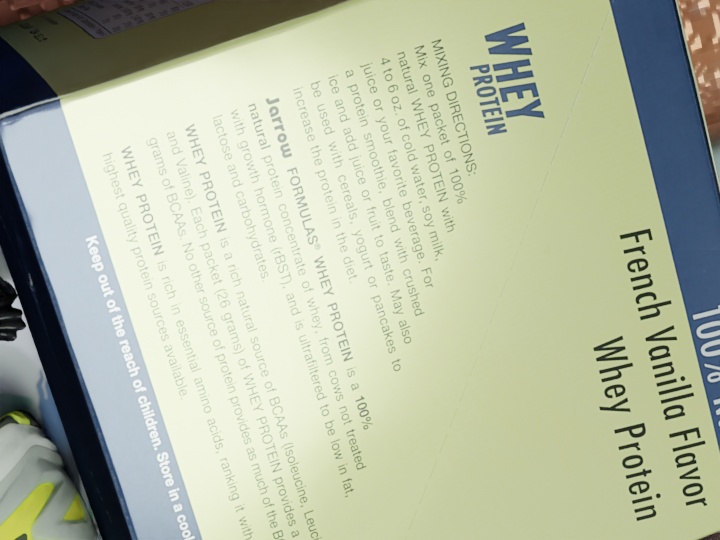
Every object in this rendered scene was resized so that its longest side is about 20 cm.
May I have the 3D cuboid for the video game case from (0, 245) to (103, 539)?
[{"bbox_3d":[-0.159,0.044,0.827,0.200,0.022,0.182,-39,107,6],"label":"video game case"}]

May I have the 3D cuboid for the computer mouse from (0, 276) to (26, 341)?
[{"bbox_3d":[-0.214,0.037,0.751,0.200,0.138,0.053,-25,84,22],"label":"computer mouse"}]

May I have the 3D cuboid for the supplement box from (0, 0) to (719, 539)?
[{"bbox_3d":[0.000,0.000,0.759,0.199,0.134,0.200,-20,109,-11],"label":"supplement box"}]

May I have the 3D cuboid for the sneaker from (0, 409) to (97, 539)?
[{"bbox_3d":[-0.146,0.121,0.745,0.076,0.200,0.075,52,139,-4],"label":"sneaker"}]
